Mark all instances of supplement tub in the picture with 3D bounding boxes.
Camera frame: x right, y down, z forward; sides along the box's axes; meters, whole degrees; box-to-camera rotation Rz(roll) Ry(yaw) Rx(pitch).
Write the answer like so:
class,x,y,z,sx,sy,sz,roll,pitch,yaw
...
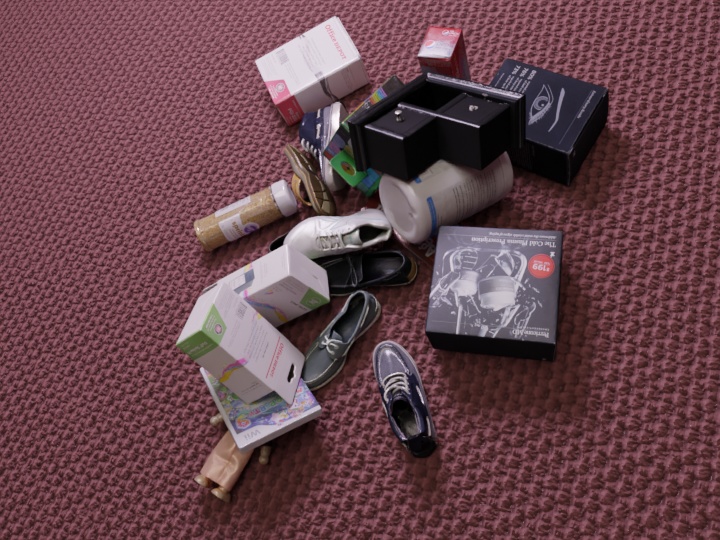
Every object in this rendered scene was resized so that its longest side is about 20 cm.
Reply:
class,x,y,z,sx,sy,sz,roll,pitch,yaw
supplement tub,0.144,-0.143,1.146,0.199,0.132,0.132,-26,58,-20

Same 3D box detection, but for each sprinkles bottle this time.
class,x,y,z,sx,sy,sz,roll,pitch,yaw
sprinkles bottle,-0.223,-0.106,1.317,0.199,0.068,0.069,-24,60,7

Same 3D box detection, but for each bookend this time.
class,x,y,z,sx,sy,sz,roll,pitch,yaw
bookend,0.121,-0.216,1.061,0.198,0.093,0.200,27,53,38

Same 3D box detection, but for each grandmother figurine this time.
class,x,y,z,sx,sy,sz,roll,pitch,yaw
grandmother figurine,-0.198,0.277,1.136,0.121,0.061,0.201,34,75,0

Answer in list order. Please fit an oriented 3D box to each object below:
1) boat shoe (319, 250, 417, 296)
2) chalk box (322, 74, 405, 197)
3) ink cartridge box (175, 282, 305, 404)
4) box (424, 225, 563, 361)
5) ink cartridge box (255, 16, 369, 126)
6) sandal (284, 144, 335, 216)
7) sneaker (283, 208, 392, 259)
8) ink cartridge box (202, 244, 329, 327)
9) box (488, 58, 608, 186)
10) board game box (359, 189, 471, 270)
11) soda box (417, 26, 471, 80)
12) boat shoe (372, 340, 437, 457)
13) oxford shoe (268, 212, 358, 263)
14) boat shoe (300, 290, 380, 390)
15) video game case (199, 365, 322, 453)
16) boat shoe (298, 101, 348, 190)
class,x,y,z,sx,sy,sz,roll,pitch,yaw
boat shoe,0.000,0.000,1.197,0.198,0.062,0.075,-6,65,17
chalk box,0.022,-0.226,1.213,0.125,0.124,0.200,44,66,-3
ink cartridge box,-0.187,0.130,1.090,0.067,0.200,0.118,-30,27,30
box,0.216,0.035,1.074,0.198,0.104,0.184,3,70,16
ink cartridge box,-0.100,-0.419,1.416,0.199,0.085,0.146,-28,60,6
sandal,-0.106,-0.164,1.306,0.054,0.080,0.201,-41,55,16
sneaker,-0.038,-0.062,1.177,0.199,0.071,0.080,-16,19,-8
ink cartridge box,-0.167,0.045,1.172,0.199,0.117,0.068,-26,53,24
box,0.314,-0.264,1.195,0.199,0.104,0.148,29,77,27
board game box,0.100,-0.090,1.231,0.103,0.019,0.200,-47,61,-6
soda box,0.160,-0.347,1.228,0.063,0.200,0.070,14,71,22
boat shoe,0.064,0.189,1.066,0.074,0.093,0.201,-27,60,4
oxford shoe,-0.077,-0.058,1.238,0.199,0.085,0.073,-26,58,3
boat shoe,-0.045,0.116,1.155,0.073,0.062,0.200,37,81,27
video game case,-0.169,0.199,1.121,0.142,0.018,0.200,-22,41,-19
boat shoe,-0.075,-0.236,1.327,0.092,0.075,0.201,-9,56,23
